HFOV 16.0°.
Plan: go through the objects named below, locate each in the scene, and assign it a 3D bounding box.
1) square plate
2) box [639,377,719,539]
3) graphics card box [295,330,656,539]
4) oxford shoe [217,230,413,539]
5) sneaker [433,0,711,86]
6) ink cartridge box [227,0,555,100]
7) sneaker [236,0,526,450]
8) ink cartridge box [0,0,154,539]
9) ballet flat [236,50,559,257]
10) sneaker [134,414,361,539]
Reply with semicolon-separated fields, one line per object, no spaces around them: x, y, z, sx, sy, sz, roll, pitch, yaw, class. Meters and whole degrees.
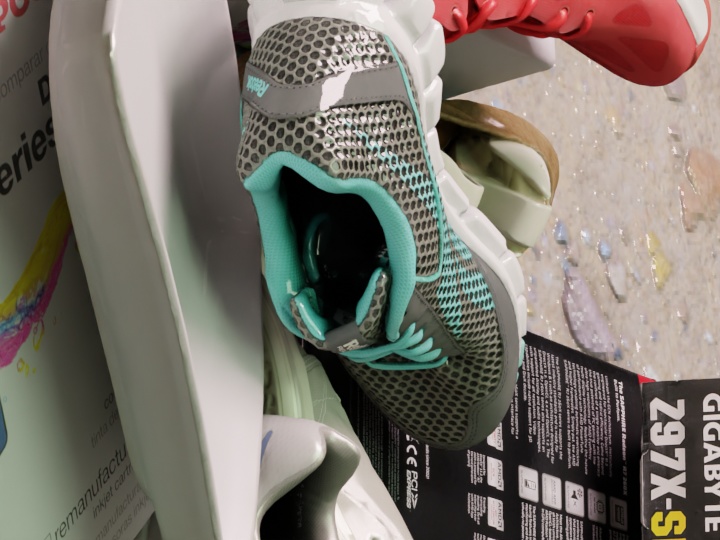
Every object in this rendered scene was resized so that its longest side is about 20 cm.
-0.055;-0.031;0.715;0.200;0.028;0.199;-90;174;-53;square plate
0.152;0.146;1.027;0.200;0.049;0.160;49;41;-65;box
0.042;0.083;0.966;0.200;0.051;0.126;21;63;-48;graphics card box
-0.023;0.072;0.846;0.058;0.075;0.200;-4;61;-53;oxford shoe
0.032;-0.091;0.874;0.200;0.078;0.116;33;66;-28;sneaker
-0.017;-0.157;0.942;0.200;0.084;0.145;20;64;-49;ink cartridge box
0.000;0.000;0.811;0.091;0.077;0.200;-75;152;-42;sneaker
-0.130;0.013;0.671;0.145;0.087;0.201;-54;141;-54;ink cartridge box
0.027;-0.035;0.960;0.200;0.072;0.068;19;96;-48;ballet flat
-0.036;0.136;0.765;0.074;0.087;0.201;9;72;-52;sneaker
